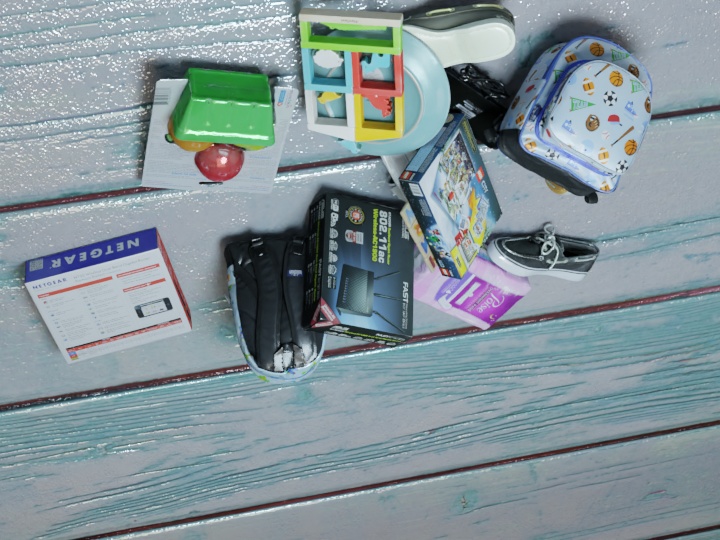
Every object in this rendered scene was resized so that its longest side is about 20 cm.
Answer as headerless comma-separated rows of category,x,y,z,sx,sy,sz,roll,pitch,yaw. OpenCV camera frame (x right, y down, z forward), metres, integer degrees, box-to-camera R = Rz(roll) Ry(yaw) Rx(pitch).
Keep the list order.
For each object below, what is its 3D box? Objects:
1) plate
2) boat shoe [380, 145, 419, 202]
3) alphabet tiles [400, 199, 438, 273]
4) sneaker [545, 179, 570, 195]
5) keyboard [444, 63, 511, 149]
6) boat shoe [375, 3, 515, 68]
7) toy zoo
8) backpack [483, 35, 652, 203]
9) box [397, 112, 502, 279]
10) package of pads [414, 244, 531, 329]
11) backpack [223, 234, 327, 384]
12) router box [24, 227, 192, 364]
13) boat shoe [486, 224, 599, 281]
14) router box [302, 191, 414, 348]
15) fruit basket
plate,0.018,-0.230,1.414,0.199,0.026,0.201,8,132,10
boat shoe,0.071,-0.134,1.546,0.068,0.072,0.200,-8,143,20
alphabet tiles,0.119,-0.101,1.545,0.006,0.167,0.200,12,148,35
sneaker,0.353,-0.195,1.575,0.087,0.076,0.200,4,133,-46
keyboard,0.157,-0.243,1.498,0.200,0.040,0.104,27,143,-35
boat shoe,0.101,-0.303,1.390,0.201,0.060,0.072,-4,134,14
toy zoo,-0.009,-0.239,1.382,0.131,0.021,0.201,6,131,11
backpack,0.298,-0.216,1.441,0.199,0.154,0.191,26,78,-22
box,0.132,-0.104,1.523,0.038,0.137,0.200,12,145,36
package of pads,0.158,0.011,1.694,0.199,0.076,0.121,25,124,-33
backpack,-0.115,0.065,1.582,0.162,0.201,0.154,-6,151,-12
router box,-0.369,0.040,1.589,0.199,0.049,0.180,-14,134,-3
boat shoe,0.293,-0.030,1.693,0.199,0.074,0.068,12,132,-26
router box,0.000,0.000,1.553,0.149,0.201,0.062,12,158,-26
fruit basket,-0.191,-0.179,1.429,0.184,0.094,0.200,2,147,-17
